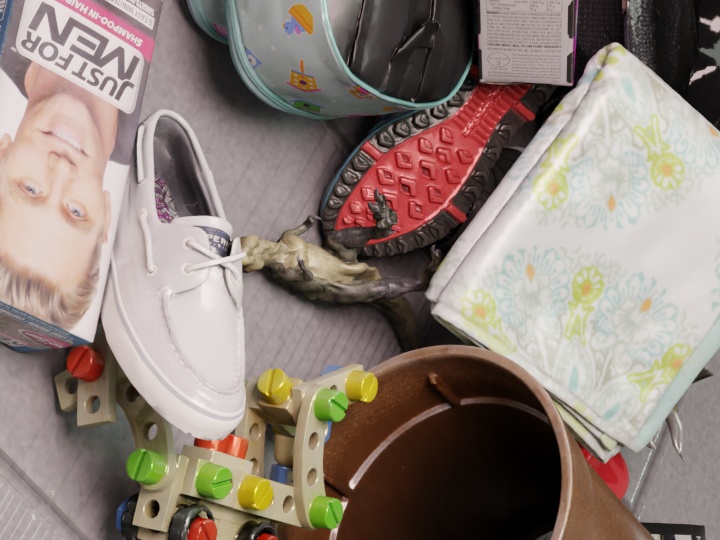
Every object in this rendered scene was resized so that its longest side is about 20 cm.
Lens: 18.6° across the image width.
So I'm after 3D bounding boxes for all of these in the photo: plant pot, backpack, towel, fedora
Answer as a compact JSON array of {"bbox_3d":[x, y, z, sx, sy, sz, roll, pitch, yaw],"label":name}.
[{"bbox_3d":[0.080,0.175,1.310,0.198,0.200,0.201,40,55,-48],"label":"plant pot"},{"bbox_3d":[-0.015,-0.185,1.275,0.176,0.153,0.200,3,79,-57],"label":"backpack"},{"bbox_3d":[0.152,-0.006,1.311,0.171,0.048,0.200,39,84,-25],"label":"towel"},{"bbox_3d":[0.175,-0.165,1.401,0.200,0.091,0.201,-8,99,-58],"label":"fedora"}]

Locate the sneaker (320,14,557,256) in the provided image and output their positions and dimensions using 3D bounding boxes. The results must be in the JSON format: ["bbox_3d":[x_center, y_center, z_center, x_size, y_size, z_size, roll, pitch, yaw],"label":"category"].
[{"bbox_3d":[0.049,-0.085,1.379,0.200,0.096,0.079,-46,104,-8],"label":"sneaker"}]

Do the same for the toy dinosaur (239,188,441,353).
[{"bbox_3d":[0.000,0.000,1.316,0.200,0.088,0.048,27,46,-45],"label":"toy dinosaur"}]

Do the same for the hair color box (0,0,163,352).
[{"bbox_3d":[-0.172,-0.068,1.145,0.100,0.060,0.200,28,64,-43],"label":"hair color box"}]

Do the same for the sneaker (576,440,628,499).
[{"bbox_3d":[0.134,0.116,1.418,0.200,0.115,0.078,25,74,-40],"label":"sneaker"}]

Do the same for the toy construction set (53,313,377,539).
[{"bbox_3d":[-0.077,0.093,1.202,0.200,0.092,0.131,21,79,-41],"label":"toy construction set"}]

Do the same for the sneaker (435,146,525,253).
[{"bbox_3d":[0.101,-0.003,1.403,0.099,0.071,0.200,4,45,-41],"label":"sneaker"}]

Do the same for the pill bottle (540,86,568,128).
[{"bbox_3d":[0.183,-0.121,1.513,0.120,0.119,0.200,25,62,-44],"label":"pill bottle"}]

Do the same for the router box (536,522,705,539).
[{"bbox_3d":[0.183,0.272,1.503,0.149,0.051,0.200,10,76,-50],"label":"router box"}]

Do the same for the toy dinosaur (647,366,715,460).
[{"bbox_3d":[0.196,0.014,1.440,0.077,0.102,0.200,-32,138,-51],"label":"toy dinosaur"}]

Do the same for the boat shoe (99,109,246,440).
[{"bbox_3d":[-0.092,-0.003,1.153,0.072,0.069,0.200,21,36,-32],"label":"boat shoe"}]

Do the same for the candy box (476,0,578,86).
[{"bbox_3d":[0.096,-0.219,1.252,0.200,0.061,0.137,85,9,-55],"label":"candy box"}]
